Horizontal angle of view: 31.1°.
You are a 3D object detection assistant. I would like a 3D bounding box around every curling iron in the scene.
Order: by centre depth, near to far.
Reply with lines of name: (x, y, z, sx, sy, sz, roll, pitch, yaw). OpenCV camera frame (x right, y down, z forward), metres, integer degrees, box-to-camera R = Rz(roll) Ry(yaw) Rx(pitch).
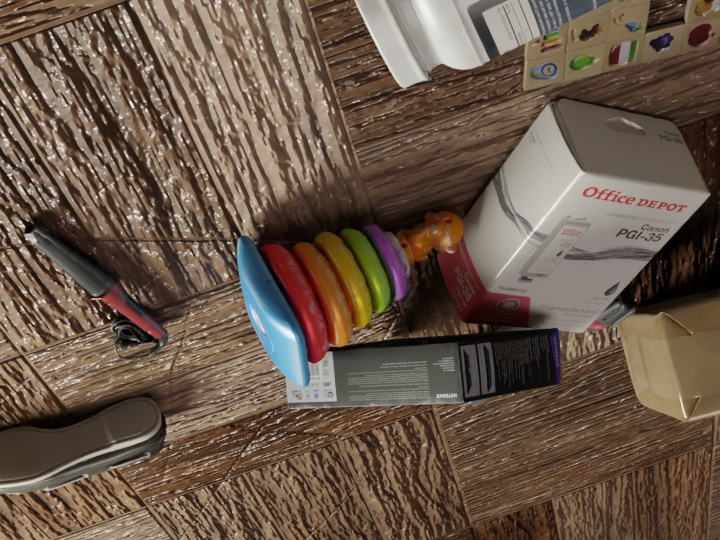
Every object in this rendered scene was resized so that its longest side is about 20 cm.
curling iron: (-0.219, 0.021, 1.076, 0.049, 0.026, 0.200, -26, 144, 6)

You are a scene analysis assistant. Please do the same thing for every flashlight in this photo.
flashlight: (0.177, 0.065, 1.279, 0.200, 0.068, 0.068, -40, 157, 28)

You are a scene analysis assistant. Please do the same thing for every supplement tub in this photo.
supplement tub: (0.090, -0.213, 0.804, 0.198, 0.141, 0.141, -25, 144, 9)

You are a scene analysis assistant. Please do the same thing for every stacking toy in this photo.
stacking toy: (0.000, 0.000, 1.102, 0.199, 0.117, 0.110, -27, 152, -13)

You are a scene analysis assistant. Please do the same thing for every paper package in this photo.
paper package: (0.365, 0.069, 1.252, 0.189, 0.105, 0.200, -14, 178, 2)

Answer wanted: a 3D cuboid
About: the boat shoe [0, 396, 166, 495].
boat shoe: (-0.279, 0.177, 1.223, 0.198, 0.067, 0.057, -15, 140, -11)

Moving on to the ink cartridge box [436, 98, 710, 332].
ink cartridge box: (0.180, -0.041, 1.122, 0.145, 0.083, 0.200, 6, 139, -29)

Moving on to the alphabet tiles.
alphabet tiles: (0.203, -0.223, 0.957, 0.165, 0.008, 0.201, -14, 144, -6)

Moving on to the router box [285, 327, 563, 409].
router box: (0.055, 0.087, 1.149, 0.199, 0.053, 0.156, -7, 178, 41)
